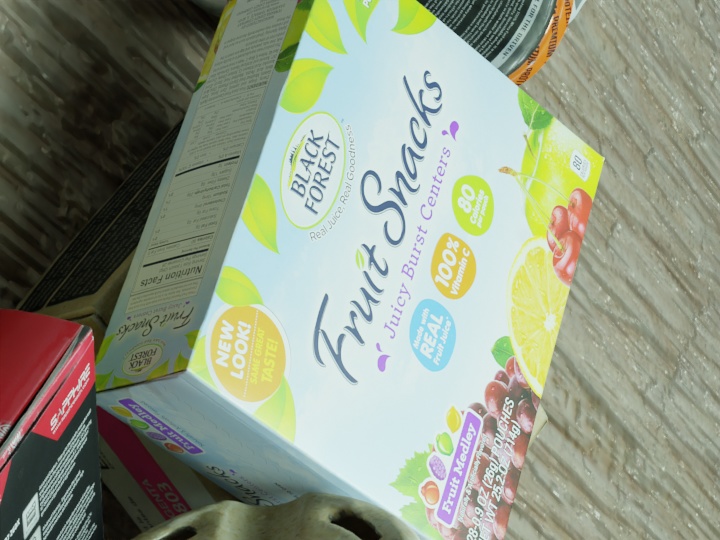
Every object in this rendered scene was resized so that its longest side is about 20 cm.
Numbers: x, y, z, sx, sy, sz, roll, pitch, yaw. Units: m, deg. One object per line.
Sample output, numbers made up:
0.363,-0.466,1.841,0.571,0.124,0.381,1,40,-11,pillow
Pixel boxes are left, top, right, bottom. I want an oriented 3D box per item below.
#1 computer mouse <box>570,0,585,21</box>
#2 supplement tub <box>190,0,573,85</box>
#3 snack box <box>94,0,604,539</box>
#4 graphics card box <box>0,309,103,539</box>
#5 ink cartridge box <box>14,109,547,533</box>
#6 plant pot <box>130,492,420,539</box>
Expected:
0.106,-0.180,1.422,0.200,0.044,0.110,-40,127,-58,computer mouse
0.008,-0.145,1.182,0.200,0.122,0.123,20,72,-56,supplement tub
0.000,0.000,1.043,0.169,0.068,0.200,38,54,-31,snack box
-0.135,0.128,0.943,0.126,0.051,0.200,-60,156,-49,graphics card box
-0.031,0.045,1.102,0.200,0.075,0.165,56,50,-21,ink cartridge box
-0.026,0.190,0.971,0.200,0.200,0.184,-46,132,-49,plant pot
